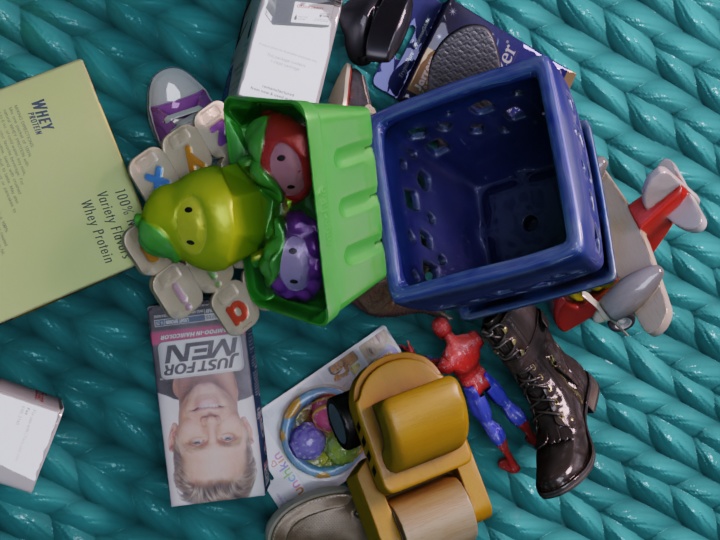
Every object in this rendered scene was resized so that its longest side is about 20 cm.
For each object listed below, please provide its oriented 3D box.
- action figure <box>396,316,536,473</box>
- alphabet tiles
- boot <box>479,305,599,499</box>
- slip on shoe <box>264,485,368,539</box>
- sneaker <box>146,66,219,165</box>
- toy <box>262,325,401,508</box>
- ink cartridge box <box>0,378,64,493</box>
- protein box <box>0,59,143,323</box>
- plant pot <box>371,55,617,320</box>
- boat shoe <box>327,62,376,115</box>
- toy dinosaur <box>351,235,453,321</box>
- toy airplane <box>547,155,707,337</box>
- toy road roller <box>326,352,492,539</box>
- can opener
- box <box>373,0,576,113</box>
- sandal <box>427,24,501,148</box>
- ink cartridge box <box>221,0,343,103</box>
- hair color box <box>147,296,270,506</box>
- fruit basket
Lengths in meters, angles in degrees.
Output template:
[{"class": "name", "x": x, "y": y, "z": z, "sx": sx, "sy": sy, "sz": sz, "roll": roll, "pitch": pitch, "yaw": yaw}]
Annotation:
[{"class": "action figure", "x": 0.115, "y": 0.119, "z": 1.416, "sx": 0.065, "sy": 0.099, "sz": 0.201, "roll": -40, "pitch": 121, "yaw": -13}, {"class": "alphabet tiles", "x": -0.129, "y": -0.049, "z": 1.258, "sx": 0.200, "sy": 0.015, "sz": 0.197, "roll": -40, "pitch": 109, "yaw": -25}, {"class": "boot", "x": 0.176, "y": 0.117, "z": 1.373, "sx": 0.069, "sy": 0.201, "sz": 0.175, "roll": -24, "pitch": 118, "yaw": 30}, {"class": "slip on shoe", "x": 0.001, "y": 0.269, "z": 1.374, "sx": 0.197, "sy": 0.061, "sz": 0.077, "roll": -1, "pitch": 114, "yaw": -17}, {"class": "sneaker", "x": -0.155, "y": -0.113, "z": 1.320, "sx": 0.072, "sy": 0.114, "sz": 0.203, "roll": -22, "pitch": 94, "yaw": -11}, {"class": "toy", "x": -0.022, "y": 0.160, "z": 1.384, "sx": 0.199, "sy": 0.047, "sz": 0.116, "roll": -34, "pitch": 96, "yaw": -12}, {"class": "ink cartridge box", "x": -0.389, "y": 0.131, "z": 1.244, "sx": 0.198, "sy": 0.146, "sz": 0.087, "roll": 22, "pitch": 84, "yaw": -12}, {"class": "protein box", "x": -0.323, "y": -0.066, "z": 1.266, "sx": 0.198, "sy": 0.135, "sz": 0.201, "roll": -23, "pitch": 95, "yaw": -12}, {"class": "plant pot", "x": 0.138, "y": -0.063, "z": 1.279, "sx": 0.198, "sy": 0.179, "sz": 0.203, "roll": -16, "pitch": 69, "yaw": 25}, {"class": "boat shoe", "x": -0.002, "y": -0.128, "z": 1.343, "sx": 0.062, "sy": 0.072, "sz": 0.202, "roll": 11, "pitch": 49, "yaw": -15}, {"class": "toy dinosaur", "x": 0.000, "y": 0.000, "z": 1.373, "sx": 0.136, "sy": 0.086, "sz": 0.200, "roll": -45, "pitch": 104, "yaw": -10}, {"class": "toy airplane", "x": 0.260, "y": -0.033, "z": 1.375, "sx": 0.139, "sy": 0.199, "sz": 0.202, "roll": 11, "pitch": 87, "yaw": -25}, {"class": "toy road roller", "x": 0.055, "y": 0.181, "z": 1.297, "sx": 0.121, "sy": 0.146, "sz": 0.202, "roll": -18, "pitch": 82, "yaw": -17}, {"class": "can opener", "x": 0.033, "y": -0.307, "z": 1.396, "sx": 0.078, "sy": 0.063, "sz": 0.202, "roll": 15, "pitch": 76, "yaw": 14}, {"class": "box", "x": 0.123, "y": -0.206, "z": 1.429, "sx": 0.198, "sy": 0.032, "sz": 0.122, "roll": 28, "pitch": 84, "yaw": -11}, {"class": "sandal", "x": 0.107, "y": -0.165, "z": 1.388, "sx": 0.075, "sy": 0.043, "sz": 0.202, "roll": 3, "pitch": 122, "yaw": 5}, {"class": "ink cartridge box", "x": -0.072, "y": -0.250, "z": 1.323, "sx": 0.083, "sy": 0.144, "sz": 0.203, "roll": 15, "pitch": 86, "yaw": -13}, {"class": "hair color box", "x": -0.152, "y": 0.129, "z": 1.337, "sx": 0.098, "sy": 0.061, "sz": 0.203, "roll": -7, "pitch": 92, "yaw": 1}, {"class": "fruit basket", "x": -0.092, "y": -0.053, "z": 1.189, "sx": 0.214, "sy": 0.155, "sz": 0.219, "roll": -8, "pitch": 103, "yaw": -37}]
